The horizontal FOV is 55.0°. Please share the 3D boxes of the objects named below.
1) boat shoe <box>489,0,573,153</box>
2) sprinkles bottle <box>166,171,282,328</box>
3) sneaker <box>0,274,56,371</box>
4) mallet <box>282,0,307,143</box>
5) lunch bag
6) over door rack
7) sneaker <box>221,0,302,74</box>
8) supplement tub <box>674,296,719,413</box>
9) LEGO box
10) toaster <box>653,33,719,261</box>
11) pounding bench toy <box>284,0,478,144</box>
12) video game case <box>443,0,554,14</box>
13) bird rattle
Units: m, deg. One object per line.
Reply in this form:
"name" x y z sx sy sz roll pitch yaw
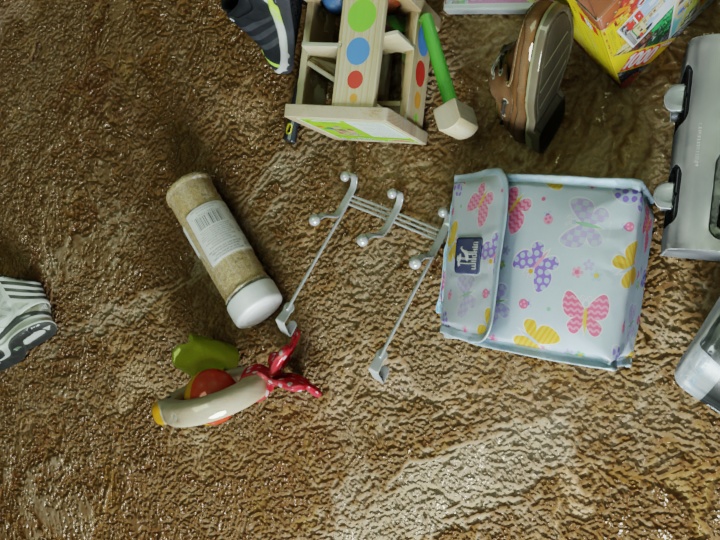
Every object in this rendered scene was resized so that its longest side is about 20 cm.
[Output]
"boat shoe" 0.150 -0.177 0.644 0.067 0.201 0.073 33 79 20
"sprinkles bottle" -0.174 -0.028 0.876 0.068 0.068 0.203 -39 72 20
"sneaker" -0.559 0.079 1.077 0.197 0.075 0.118 -28 68 15
"mallet" -0.071 -0.264 0.850 0.065 0.041 0.205 28 105 25
"lunch bag" 0.168 -0.004 0.673 0.195 0.126 0.175 10 91 33
"over door rack" 0.000 0.000 0.767 0.145 0.066 0.205 22 84 26
"sneaker" -0.108 -0.287 0.748 0.080 0.200 0.074 8 75 -1
"supplement tub" 0.375 0.097 0.564 0.198 0.122 0.125 36 104 23
"LEGO box" 0.248 -0.262 0.595 0.149 0.199 0.078 -45 70 19
"toaster" 0.356 -0.092 0.581 0.195 0.118 0.187 8 93 26
"pounding bench toy" 0.038 -0.227 0.742 0.195 0.123 0.161 9 92 26
"video game case" 0.169 -0.380 0.738 0.139 0.018 0.207 10 93 27
"bird rattle" -0.153 0.146 0.820 0.195 0.162 0.116 1 107 35
